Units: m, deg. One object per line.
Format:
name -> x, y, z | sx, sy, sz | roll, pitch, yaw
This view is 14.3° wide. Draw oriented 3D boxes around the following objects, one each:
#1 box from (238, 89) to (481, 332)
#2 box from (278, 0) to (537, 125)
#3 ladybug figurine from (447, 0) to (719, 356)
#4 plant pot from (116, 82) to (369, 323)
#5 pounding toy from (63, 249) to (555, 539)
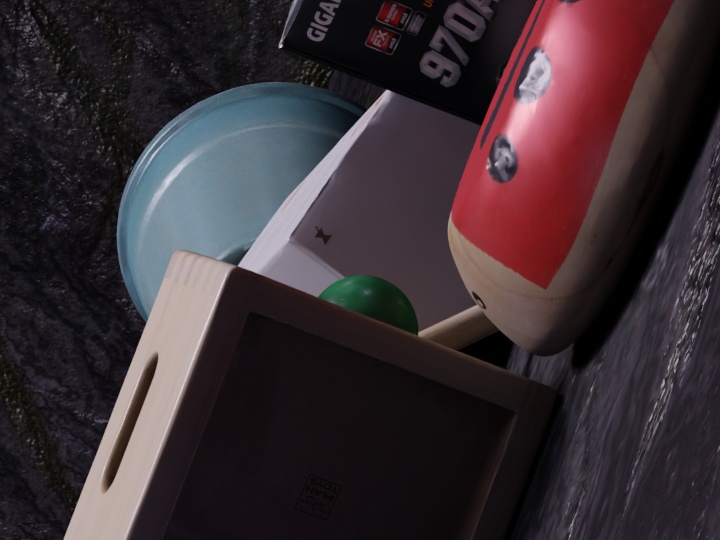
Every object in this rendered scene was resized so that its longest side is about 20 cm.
box -> 0.000, 0.000, 1.486 | 0.124, 0.097, 0.200 | -56, 5, -27
box -> 0.066, -0.148, 1.313 | 0.200, 0.159, 0.046 | 119, 169, -52
ladybug figurine -> 0.092, -0.062, 1.187 | 0.136, 0.072, 0.200 | -86, 18, -73
plant pot -> -0.045, 0.011, 1.725 | 0.196, 0.200, 0.200 | -105, 36, -68
pounding toy -> -0.012, 0.076, 1.257 | 0.200, 0.184, 0.142 | -69, 18, -2
